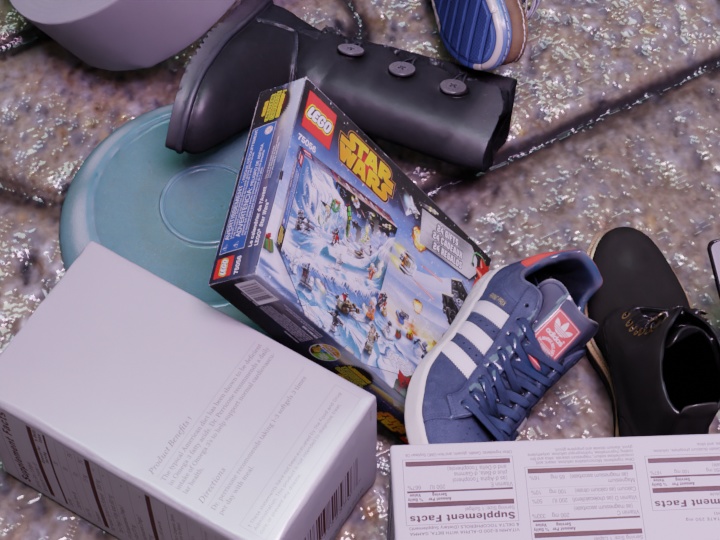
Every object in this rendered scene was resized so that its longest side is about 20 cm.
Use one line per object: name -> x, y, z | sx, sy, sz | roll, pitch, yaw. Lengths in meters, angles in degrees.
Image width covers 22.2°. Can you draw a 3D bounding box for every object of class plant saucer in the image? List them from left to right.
plant saucer -> -0.099, -0.038, 1.200 | 0.199, 0.027, 0.201 | 0, 57, 0

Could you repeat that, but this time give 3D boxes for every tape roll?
tape roll -> -0.148, -0.236, 1.240 | 0.200, 0.066, 0.201 | -22, 52, 30

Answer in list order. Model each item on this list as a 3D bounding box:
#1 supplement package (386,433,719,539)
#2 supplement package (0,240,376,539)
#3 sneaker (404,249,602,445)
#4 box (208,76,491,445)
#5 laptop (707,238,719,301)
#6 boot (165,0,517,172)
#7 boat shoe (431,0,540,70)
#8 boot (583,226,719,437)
supplement package -> 0.115, 0.175, 0.992 | 0.199, 0.156, 0.111 | -1, 55, -1
supplement package -> -0.103, 0.095, 1.063 | 0.199, 0.118, 0.117 | 28, 64, 16
sneaker -> 0.091, 0.053, 1.075 | 0.075, 0.084, 0.200 | 49, 39, -21
box -> 0.000, 0.000, 1.088 | 0.040, 0.200, 0.137 | -13, 49, 36
laptop -> 0.316, 0.051, 1.027 | 0.199, 0.116, 0.188 | -14, 89, 8
boot -> -0.008, -0.102, 1.196 | 0.199, 0.066, 0.165 | 22, 44, 6
boat shoe -> 0.088, -0.203, 1.256 | 0.072, 0.073, 0.200 | 2, 38, -18
boot -> 0.182, 0.032, 1.093 | 0.077, 0.139, 0.201 | -7, 58, -5
